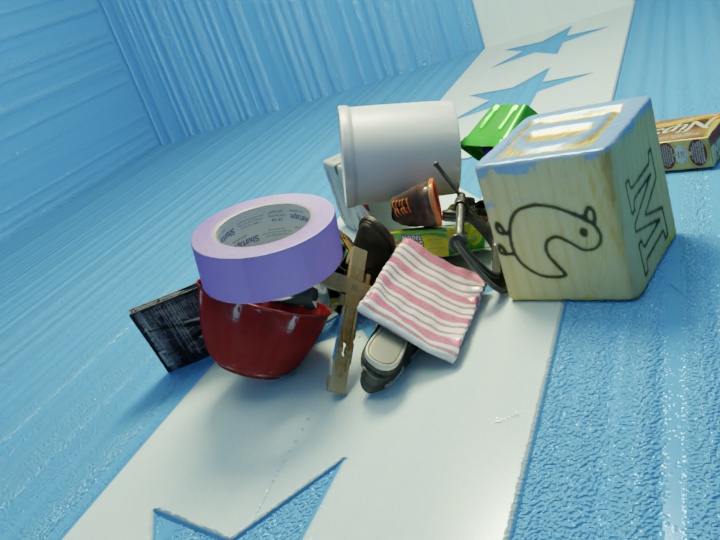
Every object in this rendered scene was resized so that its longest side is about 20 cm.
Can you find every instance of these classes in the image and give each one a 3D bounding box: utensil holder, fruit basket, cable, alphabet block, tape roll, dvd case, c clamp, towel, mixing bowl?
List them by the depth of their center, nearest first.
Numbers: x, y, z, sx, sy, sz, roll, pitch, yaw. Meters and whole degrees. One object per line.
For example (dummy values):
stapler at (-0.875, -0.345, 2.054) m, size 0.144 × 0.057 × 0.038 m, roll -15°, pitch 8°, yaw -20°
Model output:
tape roll at (-0.124, -0.034, 1.029) m, size 0.195 × 0.067 × 0.201 m, roll -9°, pitch 27°, yaw 5°
alphabet block at (0.295, -0.095, 1.037) m, size 0.193 × 0.203 × 0.196 m, roll -2°, pitch 28°, yaw 42°
towel at (0.090, 0.033, 1.044) m, size 0.144 × 0.030 × 0.200 m, roll 26°, pitch 35°, yaw 7°
mixing bowl at (-0.148, 0.087, 1.090) m, size 0.196 × 0.111 × 0.200 m, roll 14°, pitch 5°, yaw -1°
c clamp at (0.161, -0.055, 1.130) m, size 0.027 × 0.170 × 0.201 m, roll -38°, pitch 23°, yaw 25°
dvd case at (-0.243, 0.077, 1.213) m, size 0.196 × 0.150 × 0.016 m, roll -21°, pitch 44°, yaw -1°
fruit basket at (0.261, -0.146, 1.266) m, size 0.213 × 0.219 × 0.155 m, roll -28°, pitch 22°, yaw -19°
cable at (0.186, -0.088, 1.287) m, size 0.095 × 0.051 × 0.200 m, roll 11°, pitch 17°, yaw 10°
utensil holder at (0.064, -0.201, 1.316) m, size 0.195 × 0.174 × 0.171 m, roll -4°, pitch 21°, yaw -1°

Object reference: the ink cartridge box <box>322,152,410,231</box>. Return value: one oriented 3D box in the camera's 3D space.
ink cartridge box at (0.011, -0.154, 1.520) m, size 0.083 × 0.147 × 0.200 m, roll -25°, pitch 22°, yaw -14°

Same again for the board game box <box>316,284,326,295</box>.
board game box at (-0.112, -0.016, 1.257) m, size 0.034 × 0.138 × 0.199 m, roll 8°, pitch -14°, yaw -28°

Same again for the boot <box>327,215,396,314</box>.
boot at (0.000, 0.000, 1.156) m, size 0.074 × 0.201 × 0.097 m, roll 34°, pitch 68°, yaw 15°

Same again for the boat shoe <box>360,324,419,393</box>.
boat shoe at (0.050, 0.090, 1.023) m, size 0.066 × 0.058 × 0.200 m, roll 30°, pitch 36°, yaw 12°

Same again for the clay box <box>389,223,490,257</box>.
clay box at (0.114, -0.048, 1.257) m, size 0.197 × 0.049 × 0.114 m, roll -4°, pitch 5°, yaw 40°

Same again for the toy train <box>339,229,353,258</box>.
toy train at (-0.049, -0.032, 1.334) m, size 0.086 × 0.113 × 0.200 m, roll -52°, pitch 24°, yaw 8°

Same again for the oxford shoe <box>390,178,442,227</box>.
oxford shoe at (0.086, -0.096, 1.207) m, size 0.071 × 0.073 × 0.200 m, roll -10°, pitch -5°, yaw -3°

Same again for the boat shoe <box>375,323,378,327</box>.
boat shoe at (0.070, 0.020, 1.151) m, size 0.070 × 0.070 × 0.200 m, roll -13°, pitch 21°, yaw 28°

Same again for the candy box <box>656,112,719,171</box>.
candy box at (0.515, -0.214, 1.312) m, size 0.197 × 0.056 × 0.115 m, roll 1°, pitch 30°, yaw 43°

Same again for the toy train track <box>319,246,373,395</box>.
toy train track at (-0.022, 0.067, 1.036) m, size 0.032 × 0.113 × 0.204 m, roll -27°, pitch 49°, yaw 54°

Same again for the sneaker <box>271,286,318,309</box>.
sneaker at (-0.101, 0.002, 1.086) m, size 0.072 × 0.082 × 0.200 m, roll 14°, pitch 7°, yaw -20°
